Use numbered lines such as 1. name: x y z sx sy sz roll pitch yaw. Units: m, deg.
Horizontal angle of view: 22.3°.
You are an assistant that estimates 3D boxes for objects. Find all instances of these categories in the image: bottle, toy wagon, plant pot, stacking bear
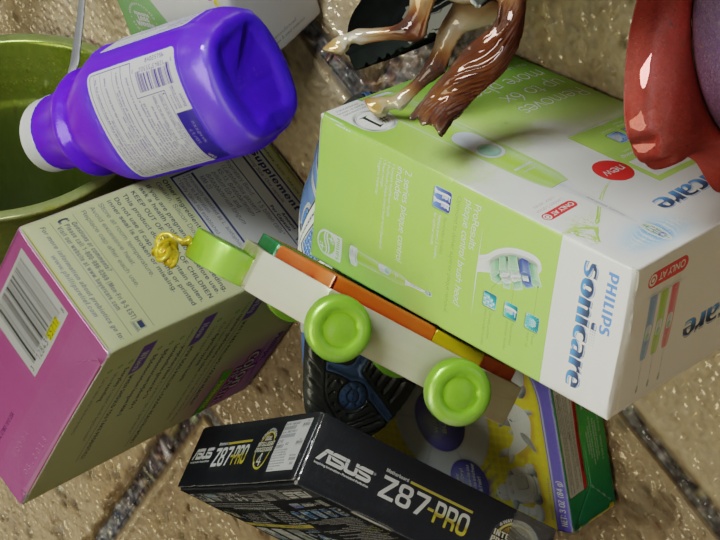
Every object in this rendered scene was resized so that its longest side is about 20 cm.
1. bottle: -0.126 -0.096 1.077 0.199 0.065 0.084 -11 114 45
2. toy wagon: -0.013 0.022 0.943 0.199 0.040 0.155 29 180 -13
3. plant pot: -0.232 -0.027 1.255 0.199 0.200 0.191 31 141 32
4. stacking bear: 0.228 -0.100 0.780 0.198 0.121 0.115 -2 82 37

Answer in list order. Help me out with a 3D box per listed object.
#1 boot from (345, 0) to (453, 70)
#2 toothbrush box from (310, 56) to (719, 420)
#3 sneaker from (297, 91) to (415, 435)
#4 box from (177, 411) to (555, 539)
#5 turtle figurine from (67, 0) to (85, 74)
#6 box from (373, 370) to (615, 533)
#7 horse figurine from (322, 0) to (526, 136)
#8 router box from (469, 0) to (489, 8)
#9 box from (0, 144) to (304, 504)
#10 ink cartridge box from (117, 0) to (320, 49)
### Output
1. boot: 0.040 -0.211 0.945 0.197 0.073 0.164 -24 93 42
2. toothbrush box: 0.094 -0.027 0.922 0.199 0.145 0.087 30 128 34
3. sneaker: 0.000 0.000 1.065 0.077 0.075 0.202 -178 96 -74
4. box: -0.002 0.141 1.075 0.160 0.049 0.200 30 161 -17
5. turtle figurine: -0.231 -0.235 1.168 0.142 0.200 0.196 12 119 3
6. box: 0.054 0.081 1.093 0.199 0.048 0.119 5 112 47
7. horse figurine: 0.026 -0.163 0.886 0.132 0.050 0.201 -33 73 18
8. router box: 0.124 -0.207 0.763 0.200 0.150 0.062 -38 90 33
9. box: -0.137 0.028 1.148 0.097 0.199 0.176 51 137 15
10. ink cartridge box: -0.109 -0.222 1.051 0.116 0.067 0.201 20 142 39
